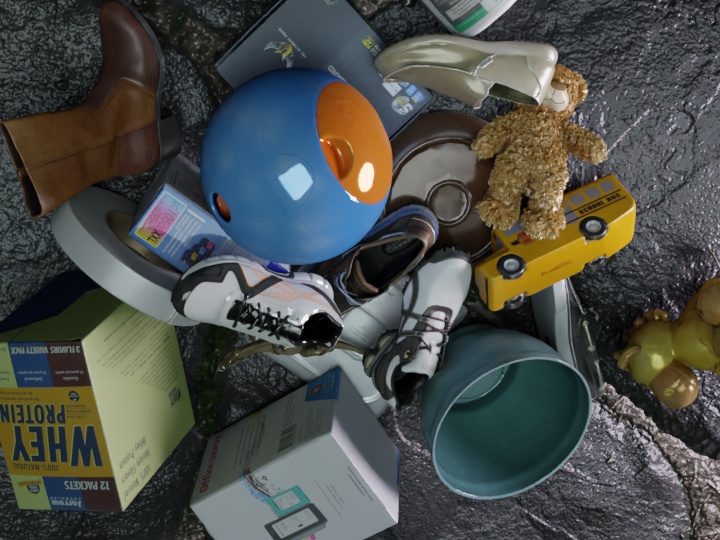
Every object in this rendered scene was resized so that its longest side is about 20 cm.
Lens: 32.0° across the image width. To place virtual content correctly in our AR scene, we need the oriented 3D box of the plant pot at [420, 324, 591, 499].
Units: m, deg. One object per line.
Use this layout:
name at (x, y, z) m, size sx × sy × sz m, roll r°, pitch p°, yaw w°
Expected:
plant pot at (0.153, 0.147, 1.473) m, size 0.199 × 0.134 × 0.202 m, roll -11°, pitch 125°, yaw -16°

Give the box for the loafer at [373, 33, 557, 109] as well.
loafer at (0.113, -0.208, 1.331) m, size 0.198 × 0.076 × 0.069 m, roll 0°, pitch 83°, yaw -3°

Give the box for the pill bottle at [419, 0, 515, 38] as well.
pill bottle at (0.077, -0.350, 1.313) m, size 0.113 × 0.113 × 0.200 m, roll -42°, pitch 108°, yaw 11°

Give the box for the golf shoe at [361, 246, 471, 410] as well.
golf shoe at (0.078, 0.070, 1.411) m, size 0.077 × 0.095 × 0.201 m, roll 12°, pitch 120°, yaw -27°

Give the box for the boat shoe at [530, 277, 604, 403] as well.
boat shoe at (0.251, 0.067, 1.505) m, size 0.063 × 0.071 × 0.202 m, roll -17°, pitch 110°, yaw -13°

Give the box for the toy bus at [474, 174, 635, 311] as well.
toy bus at (0.218, -0.032, 1.426) m, size 0.199 × 0.079 × 0.065 m, roll -25°, pitch 144°, yaw -11°

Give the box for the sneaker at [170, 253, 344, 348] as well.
sneaker at (-0.100, 0.037, 1.303) m, size 0.199 × 0.080 × 0.074 m, roll 6°, pitch 123°, yaw -33°

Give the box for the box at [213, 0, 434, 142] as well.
box at (-0.040, -0.212, 1.387) m, size 0.157 × 0.051 × 0.200 m, roll -40°, pitch 108°, yaw 11°

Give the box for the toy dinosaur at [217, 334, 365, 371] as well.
toy dinosaur at (-0.065, 0.081, 1.447) m, size 0.198 × 0.101 × 0.059 m, roll -1°, pitch 74°, yaw -17°

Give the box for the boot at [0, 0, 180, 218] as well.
boot at (-0.296, -0.174, 1.311) m, size 0.199 × 0.068 × 0.190 m, roll -28°, pitch 117°, yaw -42°

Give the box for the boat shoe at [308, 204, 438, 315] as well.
boat shoe at (0.000, 0.000, 1.414) m, size 0.200 × 0.072 × 0.072 m, roll -40°, pitch 103°, yaw 22°

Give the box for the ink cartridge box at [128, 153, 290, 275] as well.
ink cartridge box at (-0.152, -0.032, 1.398) m, size 0.199 × 0.137 × 0.077 m, roll 34°, pitch 105°, yaw -15°

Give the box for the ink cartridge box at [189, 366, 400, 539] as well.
ink cartridge box at (-0.074, 0.246, 1.485) m, size 0.199 × 0.147 × 0.147 m, roll -29°, pitch 111°, yaw 16°

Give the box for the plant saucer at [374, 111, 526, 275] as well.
plant saucer at (0.099, -0.081, 1.445) m, size 0.198 × 0.035 × 0.202 m, roll -2°, pitch 105°, yaw -8°

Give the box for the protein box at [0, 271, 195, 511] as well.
protein box at (-0.300, 0.129, 1.398) m, size 0.134 × 0.199 × 0.202 m, roll -2°, pitch 112°, yaw 18°

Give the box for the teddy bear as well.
teddy bear at (0.194, -0.134, 1.386) m, size 0.144 × 0.067 × 0.201 m, roll 30°, pitch 92°, yaw 16°

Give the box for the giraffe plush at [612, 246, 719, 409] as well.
giraffe plush at (0.384, 0.090, 1.468) m, size 0.162 × 0.201 × 0.173 m, roll -32°, pitch 134°, yaw 13°

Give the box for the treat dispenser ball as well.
treat dispenser ball at (-0.066, -0.107, 1.291) m, size 0.199 × 0.201 × 0.203 m, roll -1°, pitch 110°, yaw -4°

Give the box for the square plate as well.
square plate at (-0.004, 0.068, 1.503) m, size 0.199 × 0.028 × 0.198 m, roll 37°, pitch 104°, yaw -15°

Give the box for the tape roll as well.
tape roll at (-0.241, -0.017, 1.363) m, size 0.202 × 0.203 × 0.037 m, roll 34°, pitch 104°, yaw -15°
